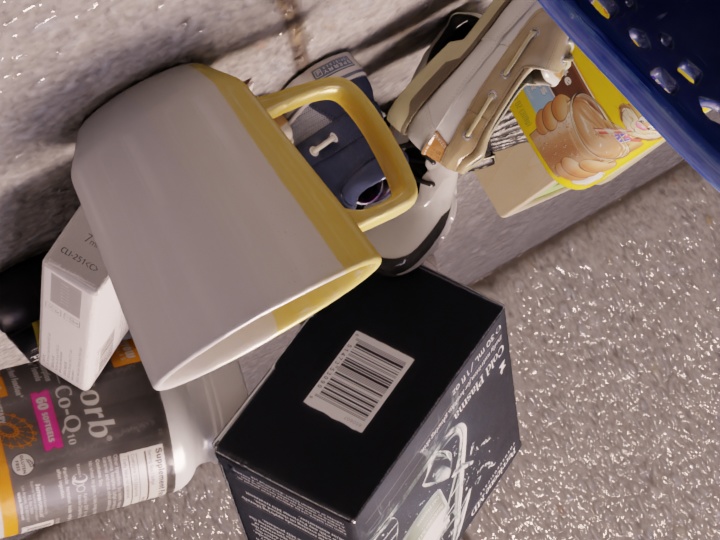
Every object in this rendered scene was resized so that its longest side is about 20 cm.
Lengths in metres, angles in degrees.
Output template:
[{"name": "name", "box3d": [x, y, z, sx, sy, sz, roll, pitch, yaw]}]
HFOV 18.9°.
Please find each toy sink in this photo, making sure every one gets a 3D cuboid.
[{"name": "toy sink", "box3d": [0.200, -0.139, 1.899, 0.200, 0.112, 0.130, -24, 172, -44]}]

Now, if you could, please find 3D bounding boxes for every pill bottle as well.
[{"name": "pill bottle", "box3d": [-0.182, 0.111, 1.524, 0.200, 0.117, 0.116, -14, 170, -15]}]

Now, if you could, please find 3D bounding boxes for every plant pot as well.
[{"name": "plant pot", "box3d": [0.257, -0.184, 1.340, 0.200, 0.200, 0.180, -47, 173, 27]}]

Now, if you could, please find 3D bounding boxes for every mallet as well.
[{"name": "mallet", "box3d": [-0.233, 0.059, 1.552, 0.066, 0.041, 0.200, -23, 150, -20]}]

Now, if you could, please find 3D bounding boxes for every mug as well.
[{"name": "mug", "box3d": [-0.080, -0.036, 1.255, 0.149, 0.153, 0.187, -34, 173, 33]}]

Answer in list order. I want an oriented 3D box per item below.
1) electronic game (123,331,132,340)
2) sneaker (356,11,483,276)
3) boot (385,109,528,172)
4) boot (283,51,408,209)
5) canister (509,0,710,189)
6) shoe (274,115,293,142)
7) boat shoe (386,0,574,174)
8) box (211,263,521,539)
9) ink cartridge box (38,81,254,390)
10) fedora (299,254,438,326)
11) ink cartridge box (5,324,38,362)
[{"name": "electronic game", "box3d": [-0.129, -0.008, 1.654, 0.200, 0.042, 0.200, -45, 177, -3]}, {"name": "sneaker", "box3d": [0.044, -0.093, 1.509, 0.080, 0.074, 0.200, 58, 53, -74]}, {"name": "boot", "box3d": [0.074, -0.102, 1.765, 0.158, 0.080, 0.211, -29, 173, -8]}, {"name": "boot", "box3d": [-0.025, -0.073, 1.494, 0.073, 0.090, 0.200, -28, 173, -16]}, {"name": "canister", "box3d": [0.192, -0.158, 1.565, 0.086, 0.149, 0.200, -26, 174, -36]}, {"name": "shoe", "box3d": [-0.081, -0.030, 1.481, 0.070, 0.053, 0.200, -55, 176, -46]}, {"name": "boat shoe", "box3d": [0.110, -0.150, 1.444, 0.200, 0.068, 0.075, -47, 173, 2]}, {"name": "box", "box3d": [0.011, 0.126, 1.551, 0.200, 0.124, 0.197, -53, 155, -25]}, {"name": "ink cartridge box", "box3d": [-0.144, -0.028, 1.414, 0.176, 0.045, 0.200, -57, 176, -22]}, {"name": "fedora", "box3d": [0.000, 0.000, 1.642, 0.177, 0.090, 0.200, -40, 154, 3]}, {"name": "ink cartridge box", "box3d": [-0.225, 0.028, 1.656, 0.095, 0.037, 0.200, -29, 176, -7]}]
